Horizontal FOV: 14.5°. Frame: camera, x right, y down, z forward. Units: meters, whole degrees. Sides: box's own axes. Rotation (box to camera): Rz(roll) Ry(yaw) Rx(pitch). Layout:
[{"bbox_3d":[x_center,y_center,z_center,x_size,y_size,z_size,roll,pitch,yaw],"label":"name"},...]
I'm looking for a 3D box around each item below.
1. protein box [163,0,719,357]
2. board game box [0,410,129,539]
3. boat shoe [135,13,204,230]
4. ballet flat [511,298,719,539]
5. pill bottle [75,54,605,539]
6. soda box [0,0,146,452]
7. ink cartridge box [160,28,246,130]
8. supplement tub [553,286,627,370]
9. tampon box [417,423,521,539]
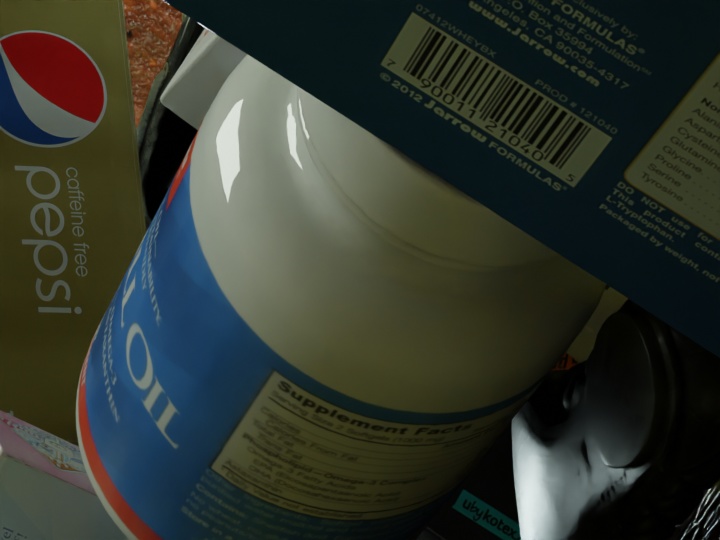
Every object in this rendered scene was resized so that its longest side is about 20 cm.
[{"bbox_3d":[0.084,-0.107,0.588,0.135,0.198,0.200,-59,2,-34],"label":"protein box"},{"bbox_3d":[-0.092,0.166,0.911,0.200,0.199,0.043,-56,34,9],"label":"board game box"},{"bbox_3d":[-0.026,-0.090,0.999,0.201,0.070,0.064,-64,4,-13],"label":"boat shoe"},{"bbox_3d":[0.078,0.049,0.761,0.200,0.056,0.067,121,140,-70],"label":"ballet flat"},{"bbox_3d":[0.000,0.000,0.740,0.112,0.112,0.200,-57,-1,-37],"label":"pill bottle"},{"bbox_3d":[-0.111,-0.019,0.952,0.068,0.064,0.201,123,145,-57],"label":"soda box"},{"bbox_3d":[0.007,-0.098,0.895,0.201,0.067,0.116,-60,10,-25],"label":"ink cartridge box"},{"bbox_3d":[0.092,-0.053,0.894,0.201,0.122,0.123,-57,0,-3],"label":"supplement tub"},{"bbox_3d":[0.034,0.009,1.026,0.200,0.150,0.126,-56,2,-21],"label":"tampon box"}]
